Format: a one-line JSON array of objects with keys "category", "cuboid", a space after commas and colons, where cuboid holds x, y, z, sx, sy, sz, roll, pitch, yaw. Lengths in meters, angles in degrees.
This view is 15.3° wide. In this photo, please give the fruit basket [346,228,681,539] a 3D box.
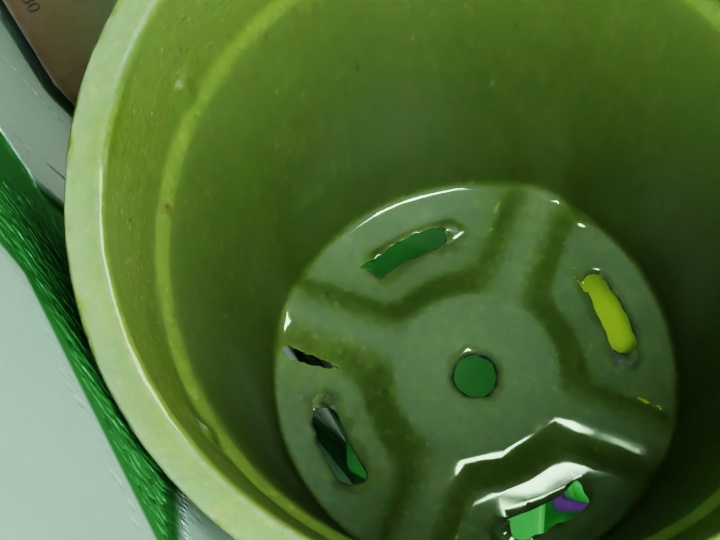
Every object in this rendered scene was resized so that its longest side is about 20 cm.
[{"category": "fruit basket", "cuboid": [0.096, 0.002, 0.870, 0.216, 0.215, 0.155, 55, 36, 6]}]

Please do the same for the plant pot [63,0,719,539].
[{"category": "plant pot", "cuboid": [0.031, 0.007, 0.694, 0.200, 0.200, 0.190, 56, -9, 13]}]

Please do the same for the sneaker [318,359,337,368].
[{"category": "sneaker", "cuboid": [0.000, 0.000, 1.022, 0.200, 0.078, 0.099, 52, 8, -35]}]

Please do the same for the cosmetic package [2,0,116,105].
[{"category": "cosmetic package", "cuboid": [-0.026, -0.136, 0.882, 0.104, 0.200, 0.087, 55, 2, 25]}]
